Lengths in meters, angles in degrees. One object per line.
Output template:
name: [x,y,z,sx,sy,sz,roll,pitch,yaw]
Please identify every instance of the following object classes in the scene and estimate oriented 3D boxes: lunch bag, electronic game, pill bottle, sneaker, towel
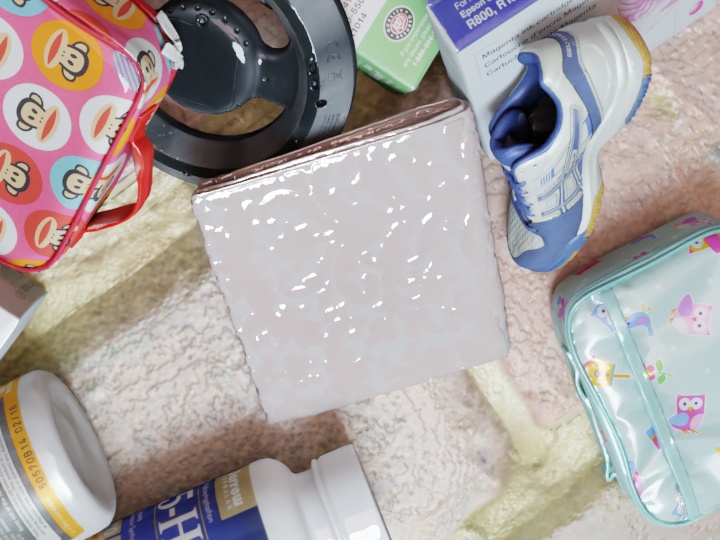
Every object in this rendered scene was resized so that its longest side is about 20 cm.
lunch bag: [-0.203,-0.098,0.752,0.175,0.082,0.200,35,125,-8]
electronic game: [-0.098,-0.138,0.771,0.197,0.042,0.202,9,128,12]
pill bottle: [-0.272,0.159,0.800,0.198,0.116,0.118,-26,100,-2]
lunch bag: [0.229,0.076,0.858,0.159,0.077,0.202,-26,100,-2]
pill bottle: [-0.079,0.198,0.824,0.198,0.120,0.121,-23,100,-2]
sneaker: [0.114,-0.076,0.787,0.087,0.076,0.202,-14,138,-24]
towel: [0.000,0.000,0.814,0.188,0.032,0.202,-16,124,-3]

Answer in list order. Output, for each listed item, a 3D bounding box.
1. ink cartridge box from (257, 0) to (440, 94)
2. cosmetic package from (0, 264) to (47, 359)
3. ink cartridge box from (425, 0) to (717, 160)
ink cartridge box: [-0.016,-0.230,0.786,0.199,0.084,0.147,32,94,-10]
cosmetic package: [-0.309,-0.005,0.777,0.199,0.113,0.082,36,94,-11]
ink cartridge box: [0.139,-0.178,0.761,0.195,0.200,0.044,-34,66,0]
